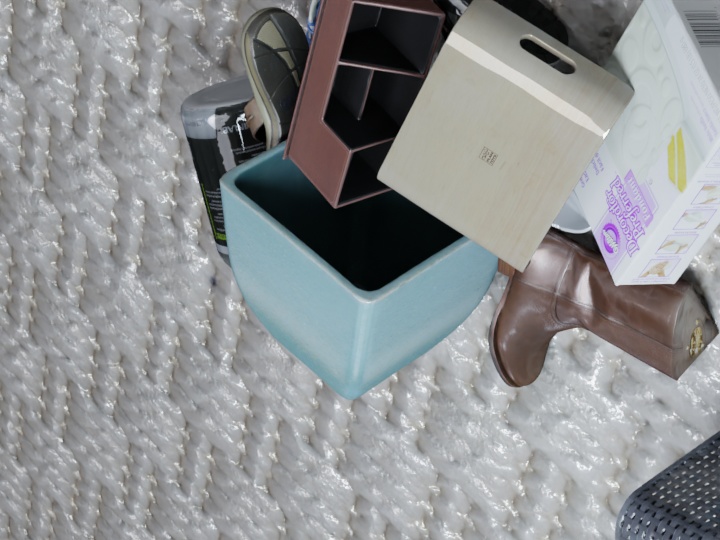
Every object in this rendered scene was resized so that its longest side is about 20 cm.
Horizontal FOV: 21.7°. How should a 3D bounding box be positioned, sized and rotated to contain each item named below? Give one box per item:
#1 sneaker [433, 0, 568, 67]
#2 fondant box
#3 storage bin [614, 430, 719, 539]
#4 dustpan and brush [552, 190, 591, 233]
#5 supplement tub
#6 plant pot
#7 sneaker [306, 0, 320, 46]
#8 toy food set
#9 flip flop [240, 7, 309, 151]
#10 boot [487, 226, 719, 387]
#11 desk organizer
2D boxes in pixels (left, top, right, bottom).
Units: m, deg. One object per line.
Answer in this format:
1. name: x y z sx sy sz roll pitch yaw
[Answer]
1. sneaker: 0.081 -0.221 1.572 0.200 0.076 0.088 52 148 14
2. fondant box: 0.233 -0.103 1.433 0.200 0.058 0.144 116 143 -49
3. storage bin: 0.297 0.211 1.476 0.094 0.200 0.135 25 130 39
4. dustpan and brush: 0.110 -0.101 1.610 0.140 0.057 0.200 53 178 -28
5. supplement tub: -0.094 -0.083 1.825 0.123 0.123 0.200 8 118 48
6. plant pot: 0.000 0.000 1.715 0.196 0.196 0.200 39 143 28
7. sneaker: -0.021 -0.222 1.687 0.076 0.077 0.200 48 144 15
8. toy food set: 0.112 -0.105 1.488 0.143 0.060 0.200 34 131 7
9. flip flop: -0.077 -0.152 1.711 0.058 0.081 0.200 25 143 39
10. boot: 0.208 0.060 1.612 0.200 0.064 0.186 23 136 32
11. desk organizer: 0.002 -0.154 1.585 0.077 0.072 0.200 49 142 30
